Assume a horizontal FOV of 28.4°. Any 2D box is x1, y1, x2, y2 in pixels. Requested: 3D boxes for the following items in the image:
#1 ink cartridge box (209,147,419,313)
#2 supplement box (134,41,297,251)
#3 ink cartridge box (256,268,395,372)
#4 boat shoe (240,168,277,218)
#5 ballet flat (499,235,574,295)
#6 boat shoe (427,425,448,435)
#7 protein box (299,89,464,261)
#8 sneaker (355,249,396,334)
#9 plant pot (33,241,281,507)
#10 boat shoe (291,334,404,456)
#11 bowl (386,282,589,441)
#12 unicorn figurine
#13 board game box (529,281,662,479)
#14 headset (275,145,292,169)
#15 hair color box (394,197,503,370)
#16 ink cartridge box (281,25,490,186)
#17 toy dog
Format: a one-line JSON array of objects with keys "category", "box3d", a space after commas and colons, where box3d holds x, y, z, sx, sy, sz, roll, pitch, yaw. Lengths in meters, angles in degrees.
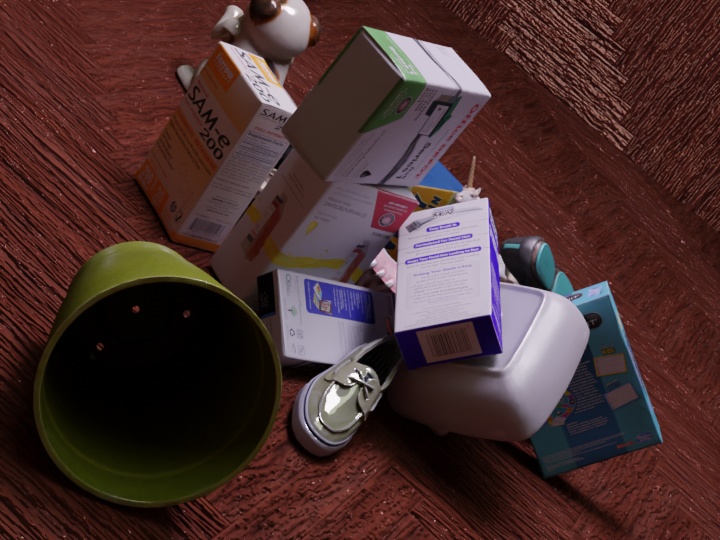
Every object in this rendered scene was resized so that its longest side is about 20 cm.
[{"category": "ink cartridge box", "box3d": [-0.053, -0.042, 1.608, 0.144, 0.200, 0.084, 13, 34, -47]}, {"category": "supplement box", "box3d": [-0.164, -0.141, 1.631, 0.073, 0.201, 0.126, 15, 29, -44]}, {"category": "ink cartridge box", "box3d": [-0.032, 0.063, 1.587, 0.199, 0.039, 0.101, 13, 65, -47]}, {"category": "boat shoe", "box3d": [-0.134, -0.103, 1.774, 0.202, 0.075, 0.075, 47, 36, -7]}, {"category": "ballet flat", "box3d": [0.225, 0.015, 1.807, 0.068, 0.068, 0.200, 10, -29, 30]}, {"category": "boat shoe", "box3d": [0.110, 0.108, 1.678, 0.070, 0.070, 0.201, 62, 40, -34]}, {"category": "protein box", "box3d": [0.007, -0.126, 1.967, 0.199, 0.135, 0.199, 48, 23, 26]}, {"category": "sneaker", "box3d": [0.000, 0.000, 1.741, 0.202, 0.075, 0.104, 60, 24, 7]}, {"category": "plant pot", "box3d": [-0.183, 0.067, 1.219, 0.199, 0.202, 0.193, 28, 10, -23]}, {"category": "boat shoe", "box3d": [-0.011, 0.121, 1.486, 0.072, 0.062, 0.200, 46, 32, -5]}, {"category": "bowl", "box3d": [0.135, 0.085, 1.579, 0.198, 0.075, 0.201, 10, 48, 32]}, {"category": "unicorn figurine", "box3d": [0.148, -0.030, 1.913, 0.137, 0.074, 0.201, -31, 85, -38]}, {"category": "board game box", "box3d": [0.255, 0.132, 1.691, 0.047, 0.149, 0.202, -72, 141, -69]}, {"category": "headset", "box3d": [-0.099, -0.128, 1.834, 0.198, 0.125, 0.094, 12, -13, 15]}, {"category": "hair color box", "box3d": [0.097, 0.012, 1.569, 0.201, 0.108, 0.065, -86, 161, -48]}, {"category": "ink cartridge box", "box3d": [0.032, -0.170, 1.523, 0.085, 0.146, 0.199, 50, 25, 21]}, {"category": "toy dog", "box3d": [-0.148, -0.305, 1.999, 0.139, 0.201, 0.195, 26, 23, -24]}]
